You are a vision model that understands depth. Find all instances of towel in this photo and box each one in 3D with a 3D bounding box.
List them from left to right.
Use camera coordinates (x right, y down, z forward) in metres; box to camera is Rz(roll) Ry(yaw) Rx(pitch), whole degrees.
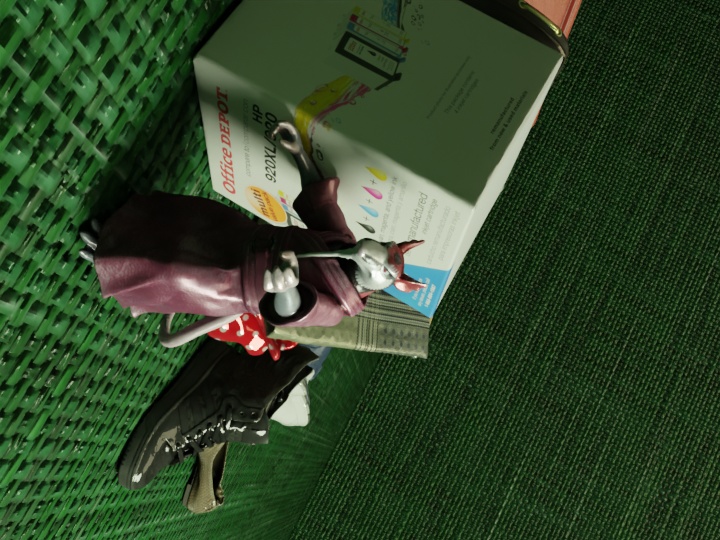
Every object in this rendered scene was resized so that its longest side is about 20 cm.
[{"bbox_3d":[-0.007,-0.024,0.700,0.197,0.034,0.198,14,74,-42],"label":"towel"}]

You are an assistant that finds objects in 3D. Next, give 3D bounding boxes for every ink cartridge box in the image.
[{"bbox_3d":[0.007,-0.101,0.539,0.146,0.197,0.148,-56,169,-27],"label":"ink cartridge box"}]

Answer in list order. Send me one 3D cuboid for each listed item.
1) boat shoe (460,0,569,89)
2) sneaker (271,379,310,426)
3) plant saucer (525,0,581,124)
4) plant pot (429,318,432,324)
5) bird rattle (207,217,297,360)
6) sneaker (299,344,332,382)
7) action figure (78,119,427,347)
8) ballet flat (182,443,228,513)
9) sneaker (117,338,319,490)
[{"bbox_3d":[0.060,-0.195,0.568,0.061,0.199,0.072,-52,175,-22],"label":"boat shoe"},{"bbox_3d":[-0.105,0.140,0.921,0.201,0.085,0.076,88,-11,-62],"label":"sneaker"},{"bbox_3d":[0.118,-0.212,0.657,0.196,0.037,0.204,-1,119,-41],"label":"plant saucer"},{"bbox_3d":[0.000,0.000,0.852,0.027,0.200,0.203,-26,148,-39],"label":"plant pot"},{"bbox_3d":[-0.057,-0.001,0.751,0.112,0.196,0.168,-6,-96,56],"label":"bird rattle"},{"bbox_3d":[-0.075,0.099,1.084,0.147,0.080,0.200,-52,180,5],"label":"sneaker"},{"bbox_3d":[-0.057,0.006,0.454,0.135,0.195,0.151,-71,162,-46],"label":"action figure"},{"bbox_3d":[-0.171,0.223,0.915,0.068,0.046,0.203,-52,165,-56],"label":"ballet flat"},{"bbox_3d":[-0.129,0.136,0.723,0.201,0.103,0.061,-57,170,-38],"label":"sneaker"}]
